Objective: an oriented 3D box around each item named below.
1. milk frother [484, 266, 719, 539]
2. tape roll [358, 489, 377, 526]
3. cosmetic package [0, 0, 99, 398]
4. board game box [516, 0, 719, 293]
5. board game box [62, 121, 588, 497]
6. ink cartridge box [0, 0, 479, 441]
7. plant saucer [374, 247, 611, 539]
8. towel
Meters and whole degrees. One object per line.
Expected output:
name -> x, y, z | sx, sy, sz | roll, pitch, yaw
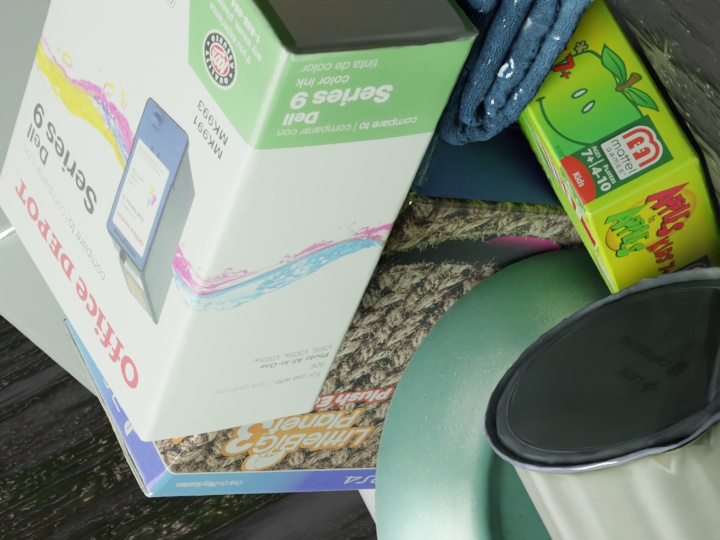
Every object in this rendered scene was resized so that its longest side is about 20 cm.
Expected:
milk frother -> 0.089, 0.122, 1.021 | 0.188, 0.200, 0.180 | 62, 166, -23
tape roll -> 0.091, 0.083, 1.564 | 0.071, 0.202, 0.202 | 63, -179, 2
cosmetic package -> -0.100, -0.059, 1.340 | 0.200, 0.166, 0.167 | 48, -162, -56
board game box -> 0.076, -0.087, 1.115 | 0.200, 0.048, 0.102 | 63, -179, 29
board game box -> 0.000, 0.000, 1.210 | 0.159, 0.200, 0.097 | 2, -130, -44
ink cartridge box -> -0.053, -0.056, 1.061 | 0.145, 0.087, 0.200 | 57, 142, 33
plant saucer -> 0.102, 0.090, 1.153 | 0.036, 0.200, 0.200 | 0, 120, 62
towel -> 0.016, -0.151, 1.058 | 0.200, 0.049, 0.112 | 63, 146, 29
